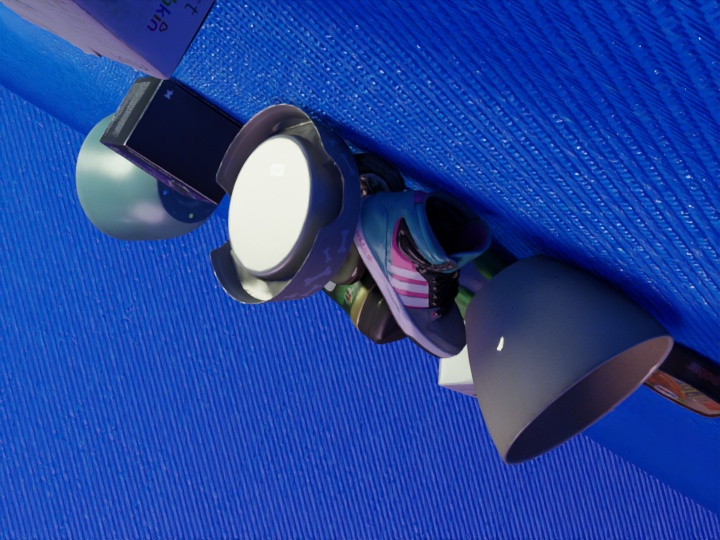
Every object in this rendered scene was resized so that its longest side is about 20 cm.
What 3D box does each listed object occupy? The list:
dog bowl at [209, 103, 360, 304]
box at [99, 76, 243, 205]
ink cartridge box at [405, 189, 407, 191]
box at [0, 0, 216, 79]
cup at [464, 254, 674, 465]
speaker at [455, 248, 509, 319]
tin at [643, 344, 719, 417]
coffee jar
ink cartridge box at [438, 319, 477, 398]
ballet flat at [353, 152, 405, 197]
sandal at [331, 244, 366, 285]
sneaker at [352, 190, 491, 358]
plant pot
[{"bbox_3d":[-0.076,-0.062,1.200,0.058,0.202,0.199,12,-172,-41],"label":"dog bowl"},{"bbox_3d":[-0.242,-0.172,1.558,0.147,0.105,0.200,33,175,-21],"label":"box"},{"bbox_3d":[-0.025,-0.095,1.345,0.199,0.051,0.109,28,175,20],"label":"ink cartridge box"},{"bbox_3d":[-0.225,-0.236,0.838,0.199,0.097,0.176,26,174,37],"label":"box"},{"bbox_3d":[0.181,0.071,1.155,0.144,0.200,0.200,55,-175,22],"label":"cup"},{"bbox_3d":[0.124,0.010,1.327,0.088,0.089,0.199,25,173,46],"label":"speaker"},{"bbox_3d":[0.359,0.121,1.322,0.111,0.042,0.200,34,176,7],"label":"tin"},{"bbox_3d":[0.000,0.000,1.390,0.104,0.086,0.200,-12,-136,-42],"label":"coffee jar"},{"bbox_3d":[0.213,0.121,1.490,0.143,0.085,0.199,-8,160,40],"label":"ink cartridge box"},{"bbox_3d":[-0.035,-0.082,1.245,0.199,0.046,0.068,-1,125,44],"label":"ballet flat"},{"bbox_3d":[-0.061,-0.041,1.323,0.054,0.083,0.199,-9,-149,-39],"label":"sandal"},{"bbox_3d":[0.085,-0.002,1.183,0.120,0.084,0.201,-14,121,38],"label":"sneaker"},{"bbox_3d":[-0.300,-0.138,1.784,0.160,0.203,0.200,9,162,45],"label":"plant pot"}]
